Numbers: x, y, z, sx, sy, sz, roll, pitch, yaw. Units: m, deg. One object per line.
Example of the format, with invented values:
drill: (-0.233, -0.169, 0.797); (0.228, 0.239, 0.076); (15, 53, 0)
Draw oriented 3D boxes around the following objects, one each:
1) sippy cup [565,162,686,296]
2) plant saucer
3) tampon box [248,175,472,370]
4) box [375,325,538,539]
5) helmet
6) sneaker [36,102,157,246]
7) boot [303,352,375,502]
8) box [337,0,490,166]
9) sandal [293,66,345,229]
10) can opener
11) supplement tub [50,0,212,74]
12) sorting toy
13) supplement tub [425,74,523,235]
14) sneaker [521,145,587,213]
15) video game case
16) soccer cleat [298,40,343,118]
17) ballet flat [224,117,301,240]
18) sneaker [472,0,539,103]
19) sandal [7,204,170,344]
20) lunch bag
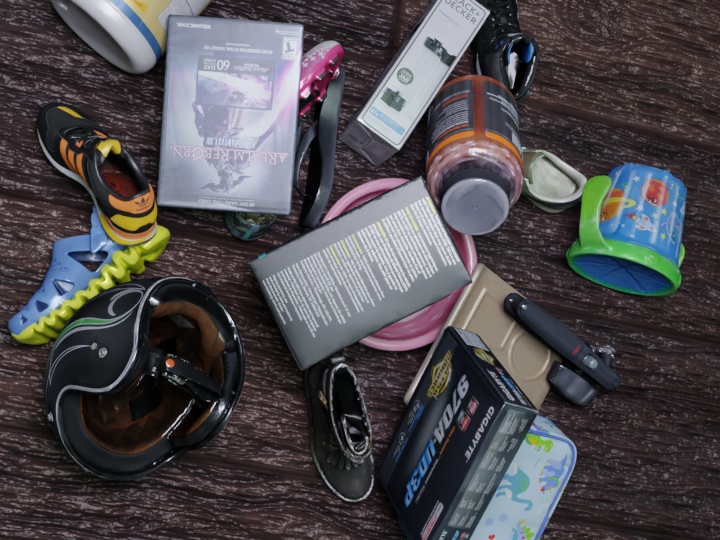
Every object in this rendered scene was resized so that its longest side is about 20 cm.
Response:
sippy cup: (0.332, -0.053, 1.402); (0.139, 0.178, 0.131); (17, 76, 11)
plant saucer: (0.036, -0.006, 1.362); (0.200, 0.051, 0.201); (1, 87, -14)
tampon box: (0.000, 0.000, 1.238); (0.200, 0.150, 0.127); (-26, 92, 1)
box: (0.096, 0.183, 1.229); (0.046, 0.159, 0.200); (16, 111, -26)
helmet: (-0.234, 0.111, 1.212); (0.200, 0.190, 0.200); (31, 45, -36)
sneaker: (-0.278, -0.123, 1.237); (0.070, 0.090, 0.200); (-27, 68, -30)
boot: (-0.018, 0.180, 1.264); (0.069, 0.174, 0.201); (-16, 98, -8)
box: (0.061, -0.226, 1.348); (0.060, 0.117, 0.200); (34, 78, -7)
sandal: (-0.055, -0.143, 1.339); (0.043, 0.076, 0.201); (11, 73, -15)
can opener: (0.239, 0.090, 1.359); (0.200, 0.063, 0.079); (44, 74, -35)
supplement tub: (-0.228, -0.331, 1.264); (0.145, 0.145, 0.200); (41, 78, -9)
sorting toy: (0.152, 0.114, 1.366); (0.200, 0.036, 0.185); (37, 78, -34)
supplement tub: (0.123, -0.124, 1.260); (0.107, 0.200, 0.107); (3, 127, 4)
sneaker: (0.184, -0.130, 1.387); (0.200, 0.090, 0.067); (24, 82, -12)
video game case: (-0.137, -0.163, 1.220); (0.142, 0.019, 0.201); (4, 94, 0)
soccer cleat: (-0.103, -0.185, 1.263); (0.086, 0.070, 0.200); (38, 86, 10)
ballet flat: (-0.105, -0.132, 1.324); (0.074, 0.074, 0.201); (10, 84, -14)
sneaker: (0.175, -0.290, 1.384); (0.073, 0.112, 0.201); (-4, 87, -16)
sandal: (-0.307, 0.000, 1.265); (0.200, 0.080, 0.087); (-43, 84, -17)
lunch bag: (0.148, 0.252, 1.326); (0.160, 0.082, 0.200); (16, 105, -23)
